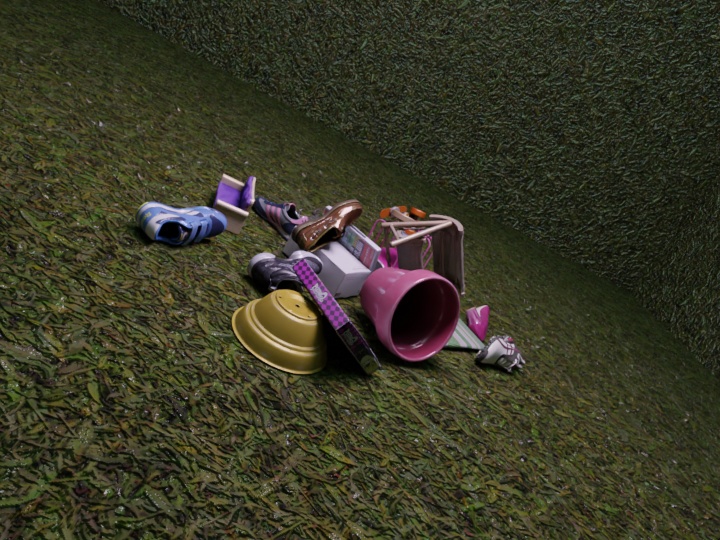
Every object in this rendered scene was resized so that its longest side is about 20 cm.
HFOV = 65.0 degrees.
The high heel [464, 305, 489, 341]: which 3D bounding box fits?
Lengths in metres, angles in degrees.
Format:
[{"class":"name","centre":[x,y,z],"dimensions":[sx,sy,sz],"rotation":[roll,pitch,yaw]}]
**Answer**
[{"class":"high heel","centre":[0.354,0.156,1.656],"dimensions":[0.097,0.067,0.200],"rotation":[71,15,10]}]

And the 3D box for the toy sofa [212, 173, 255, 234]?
[{"class":"toy sofa","centre":[-0.322,-0.183,1.425],"dimensions":[0.082,0.098,0.201],"rotation":[23,22,-20]}]

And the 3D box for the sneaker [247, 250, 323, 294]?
[{"class":"sneaker","centre":[-0.144,0.018,1.243],"dimensions":[0.198,0.076,0.114],"rotation":[-1,37,-45]}]

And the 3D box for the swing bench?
[{"class":"swing bench","centre":[0.168,-0.028,1.488],"dimensions":[0.197,0.201,0.130],"rotation":[-10,30,-6]}]

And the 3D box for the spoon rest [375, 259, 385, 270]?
[{"class":"spoon rest","centre":[0.000,0.000,1.474],"dimensions":[0.060,0.101,0.199],"rotation":[1,20,-38]}]

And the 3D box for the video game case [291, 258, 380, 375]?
[{"class":"video game case","centre":[-0.048,0.092,1.120],"dimensions":[0.200,0.036,0.182],"rotation":[50,-7,42]}]

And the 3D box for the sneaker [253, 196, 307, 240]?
[{"class":"sneaker","centre":[-0.213,-0.160,1.542],"dimensions":[0.200,0.083,0.070],"rotation":[40,23,25]}]

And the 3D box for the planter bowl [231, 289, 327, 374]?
[{"class":"planter bowl","centre":[-0.133,0.095,1.058],"dimensions":[0.198,0.084,0.201],"rotation":[26,21,-11]}]

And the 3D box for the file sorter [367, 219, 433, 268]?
[{"class":"file sorter","centre":[0.124,-0.073,1.745],"dimensions":[0.139,0.126,0.199],"rotation":[41,23,29]}]

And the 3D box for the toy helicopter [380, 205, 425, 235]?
[{"class":"toy helicopter","centre":[0.142,-0.152,1.703],"dimensions":[0.131,0.080,0.200],"rotation":[26,8,21]}]

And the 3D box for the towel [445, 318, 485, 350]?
[{"class":"towel","centre":[0.232,0.158,1.507],"dimensions":[0.198,0.024,0.153],"rotation":[13,28,-44]}]

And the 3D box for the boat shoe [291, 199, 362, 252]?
[{"class":"boat shoe","centre":[-0.066,-0.100,1.355],"dimensions":[0.199,0.072,0.068],"rotation":[-32,57,-23]}]

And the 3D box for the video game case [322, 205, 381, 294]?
[{"class":"video game case","centre":[-0.039,-0.052,1.448],"dimensions":[0.017,0.144,0.200],"rotation":[-19,50,-43]}]

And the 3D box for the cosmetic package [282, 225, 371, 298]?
[{"class":"cosmetic package","centre":[-0.084,-0.023,1.401],"dimensions":[0.199,0.082,0.112],"rotation":[39,24,25]}]

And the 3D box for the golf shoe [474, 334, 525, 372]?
[{"class":"golf shoe","centre":[0.373,0.221,1.481],"dimensions":[0.199,0.078,0.088],"rotation":[1,42,-53]}]

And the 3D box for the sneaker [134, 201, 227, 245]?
[{"class":"sneaker","centre":[-0.366,-0.089,1.189],"dimensions":[0.198,0.075,0.082],"rotation":[-2,38,-43]}]

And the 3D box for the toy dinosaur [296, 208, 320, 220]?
[{"class":"toy dinosaur","centre":[-0.149,-0.150,1.669],"dimensions":[0.198,0.048,0.089],"rotation":[15,31,-28]}]

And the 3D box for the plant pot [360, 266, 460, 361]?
[{"class":"plant pot","centre":[0.096,0.079,1.285],"dimensions":[0.198,0.202,0.179],"rotation":[15,10,-35]}]
